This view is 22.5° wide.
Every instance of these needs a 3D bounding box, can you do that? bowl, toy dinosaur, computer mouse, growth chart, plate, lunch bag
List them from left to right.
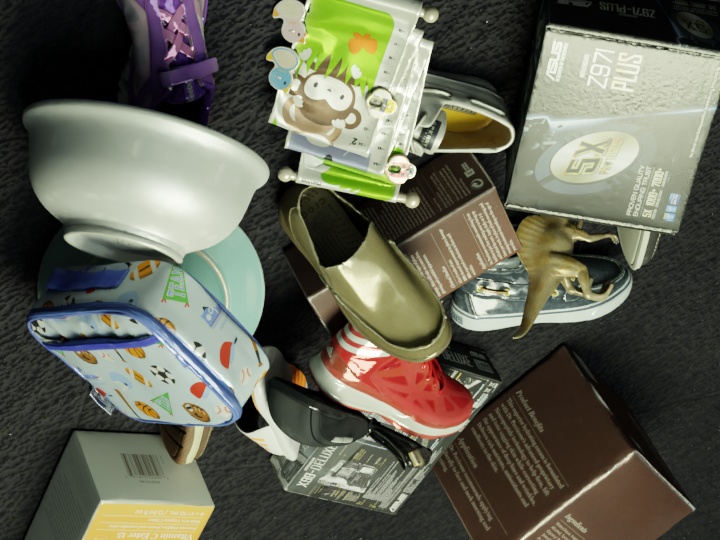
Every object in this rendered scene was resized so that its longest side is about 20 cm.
[{"bbox_3d":[-0.177,-0.058,1.414,0.200,0.200,0.091,23,74,-41],"label":"bowl"},{"bbox_3d":[-0.181,0.058,1.480,0.160,0.199,0.076,45,59,-29],"label":"lunch bag"},{"bbox_3d":[-0.182,0.024,1.571,0.198,0.026,0.202,-3,120,-4],"label":"plate"},{"bbox_3d":[-0.012,0.153,1.659,0.046,0.140,0.200,-62,162,0],"label":"computer mouse"},{"bbox_3d":[-0.010,-0.150,1.508,0.143,0.018,0.202,6,120,-2],"label":"growth chart"},{"bbox_3d":[0.186,-0.005,1.712,0.100,0.202,0.058,25,156,-20],"label":"toy dinosaur"}]

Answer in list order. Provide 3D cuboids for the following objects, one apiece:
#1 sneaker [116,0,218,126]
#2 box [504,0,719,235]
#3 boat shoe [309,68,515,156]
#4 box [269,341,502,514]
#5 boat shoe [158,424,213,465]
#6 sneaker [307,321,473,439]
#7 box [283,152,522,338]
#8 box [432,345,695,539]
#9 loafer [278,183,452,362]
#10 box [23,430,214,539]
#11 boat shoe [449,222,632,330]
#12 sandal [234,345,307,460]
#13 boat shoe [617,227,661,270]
[{"bbox_3d":[-0.146,-0.177,1.407,0.080,0.089,0.201,-12,133,-17],"label":"sneaker"},{"bbox_3d":[0.224,-0.144,1.600,0.162,0.087,0.201,10,130,-2],"label":"box"},{"bbox_3d":[0.049,-0.134,1.568,0.198,0.070,0.071,6,126,-33],"label":"boat shoe"},{"bbox_3d":[0.026,0.153,1.839,0.157,0.050,0.201,17,119,-39],"label":"box"},{"bbox_3d":[-0.138,0.096,1.679,0.074,0.075,0.204,-11,134,-28],"label":"boat shoe"},{"bbox_3d":[0.057,0.085,1.673,0.199,0.079,0.116,15,126,-44],"label":"sneaker"},{"bbox_3d":[0.040,-0.018,1.671,0.199,0.075,0.100,-32,139,-1],"label":"box"},{"bbox_3d":[0.211,0.226,1.925,0.199,0.166,0.164,-38,136,10],"label":"box"},{"bbox_3d":[0.000,0.000,1.576,0.076,0.200,0.067,-45,173,-5],"label":"loafer"},{"bbox_3d":[-0.244,0.262,1.754,0.123,0.098,0.201,6,127,-33],"label":"box"},{"bbox_3d":[0.185,-0.001,1.769,0.198,0.071,0.092,-11,132,-22],"label":"boat shoe"},{"bbox_3d":[-0.094,0.118,1.714,0.059,0.080,0.207,5,158,12],"label":"sandal"},{"bbox_3d":[0.287,-0.089,1.747,0.060,0.074,0.202,-11,126,-14],"label":"boat shoe"}]
